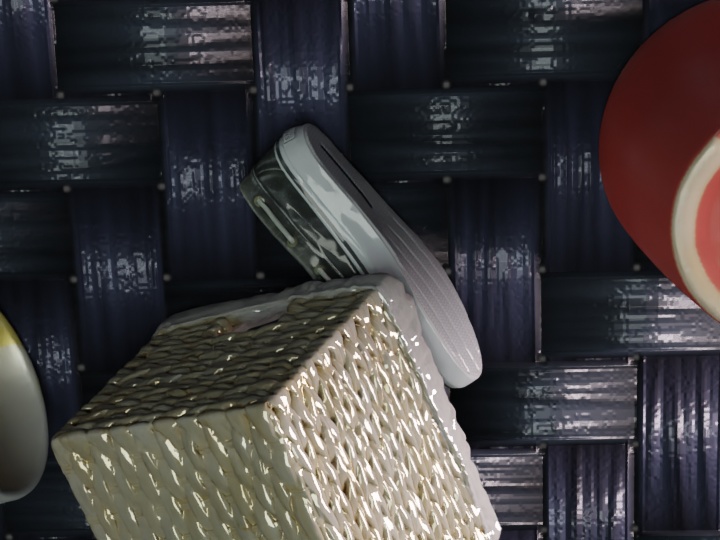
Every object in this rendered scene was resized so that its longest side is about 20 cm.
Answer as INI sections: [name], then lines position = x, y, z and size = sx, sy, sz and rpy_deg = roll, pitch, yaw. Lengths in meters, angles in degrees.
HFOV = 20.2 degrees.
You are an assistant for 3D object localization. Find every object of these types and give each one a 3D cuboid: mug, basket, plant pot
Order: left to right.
[mug]
position = -0.308, 0.087, 1.326
size = 0.152, 0.188, 0.149
rpy_deg = -23, 139, 19
[basket]
position = -0.053, 0.131, 1.262
size = 0.197, 0.161, 0.201
rpy_deg = -11, 109, 35
[plant pot]
position = 0.247, -0.053, 1.207
size = 0.198, 0.178, 0.202
rpy_deg = 1, 110, 3

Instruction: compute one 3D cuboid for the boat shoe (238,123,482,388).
[boat shoe]
position = 0.000, 0.000, 1.303
size = 0.071, 0.072, 0.201
rpy_deg = -35, 94, 23
